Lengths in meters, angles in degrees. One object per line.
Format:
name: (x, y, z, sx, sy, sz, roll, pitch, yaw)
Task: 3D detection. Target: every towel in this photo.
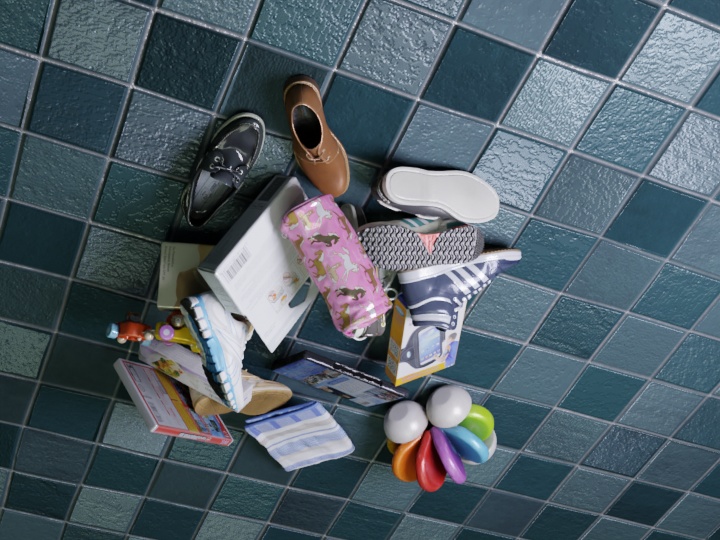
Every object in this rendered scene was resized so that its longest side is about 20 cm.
towel: (-0.106, 0.299, 1.890, 0.147, 0.024, 0.200, -17, 143, 10)

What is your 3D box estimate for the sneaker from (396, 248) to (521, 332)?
sneaker: (0.159, 0.030, 1.621, 0.200, 0.070, 0.109, -12, 92, -14)

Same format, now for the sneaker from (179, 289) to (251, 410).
sneaker: (-0.192, 0.113, 1.555, 0.087, 0.075, 0.200, -28, 121, -26)

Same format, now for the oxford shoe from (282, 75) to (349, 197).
oxford shoe: (-0.065, -0.171, 1.486, 0.071, 0.071, 0.200, -16, 131, 9)

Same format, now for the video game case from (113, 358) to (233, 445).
video game case: (-0.300, 0.215, 1.711, 0.017, 0.143, 0.200, -45, 149, 12)

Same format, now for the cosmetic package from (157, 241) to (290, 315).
cosmetic package: (-0.204, 0.016, 1.607, 0.200, 0.105, 0.071, 3, 173, -6)

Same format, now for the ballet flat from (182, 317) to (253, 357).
ballet flat: (-0.213, 0.099, 1.720, 0.063, 0.069, 0.200, 27, 134, -34)

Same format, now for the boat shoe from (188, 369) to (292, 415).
boat shoe: (-0.203, 0.198, 1.785, 0.200, 0.069, 0.074, 7, 133, -46)

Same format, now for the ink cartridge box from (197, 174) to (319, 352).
ink cartridge box: (-0.127, -0.011, 1.548, 0.043, 0.200, 0.174, 11, 143, 40)

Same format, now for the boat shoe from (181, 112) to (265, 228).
boat shoe: (-0.199, -0.136, 1.510, 0.074, 0.066, 0.199, 30, 123, -25)

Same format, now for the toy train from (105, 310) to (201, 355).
toy train: (-0.279, 0.094, 1.628, 0.200, 0.056, 0.150, 16, 165, -30)

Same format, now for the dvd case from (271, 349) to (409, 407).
dvd case: (-0.035, 0.184, 1.781, 0.200, 0.018, 0.143, 23, 157, -20)

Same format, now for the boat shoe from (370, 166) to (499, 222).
boat shoe: (0.110, -0.108, 1.553, 0.200, 0.074, 0.060, 4, 173, -27)

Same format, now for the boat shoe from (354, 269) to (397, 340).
boat shoe: (0.016, 0.031, 1.651, 0.074, 0.086, 0.202, 11, 128, -13)

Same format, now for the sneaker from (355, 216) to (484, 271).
sneaker: (0.078, -0.045, 1.575, 0.199, 0.093, 0.071, -3, 104, -15)

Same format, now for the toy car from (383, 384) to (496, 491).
toy car: (0.143, 0.311, 1.857, 0.200, 0.150, 0.175, -22, 128, 15)

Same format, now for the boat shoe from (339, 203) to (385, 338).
boat shoe: (0.000, 0.000, 1.584, 0.060, 0.202, 0.072, 1, 171, -31)

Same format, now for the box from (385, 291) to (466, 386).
box: (0.107, 0.091, 1.707, 0.119, 0.041, 0.200, -18, 138, -24)

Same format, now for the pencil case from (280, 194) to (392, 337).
pencil case: (-0.034, -0.007, 1.498, 0.086, 0.083, 0.200, -32, 87, 39)

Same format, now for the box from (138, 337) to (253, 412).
box: (-0.267, 0.162, 1.706, 0.200, 0.041, 0.039, 25, 128, 16)
